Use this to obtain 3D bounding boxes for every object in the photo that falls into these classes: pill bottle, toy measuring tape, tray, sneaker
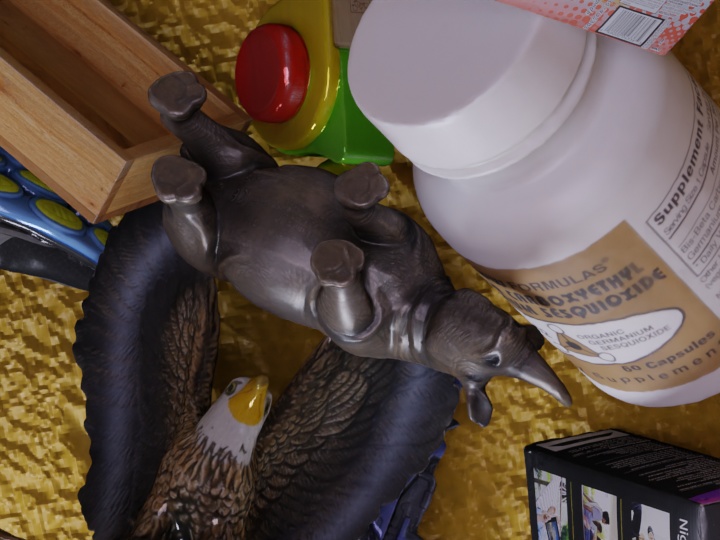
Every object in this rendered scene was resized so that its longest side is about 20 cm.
[{"bbox_3d":[0.086,-0.040,1.081,0.114,0.115,0.200,-33,134,16],"label":"pill bottle"},{"bbox_3d":[-0.020,-0.120,1.175,0.073,0.074,0.201,-5,82,14],"label":"toy measuring tape"},{"bbox_3d":[-0.150,-0.101,1.144,0.200,0.099,0.037,39,118,15],"label":"tray"},{"bbox_3d":[-0.199,-0.017,1.197,0.199,0.071,0.083,6,119,-22],"label":"sneaker"}]

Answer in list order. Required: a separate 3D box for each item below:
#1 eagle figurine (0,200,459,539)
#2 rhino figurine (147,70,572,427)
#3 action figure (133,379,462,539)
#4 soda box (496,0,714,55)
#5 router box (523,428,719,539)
[{"bbox_3d":[-0.057,0.072,1.132,0.151,0.200,0.152,-19,121,36],"label":"eagle figurine"},{"bbox_3d":[0.000,0.000,1.060,0.200,0.088,0.060,30,72,21],"label":"rhino figurine"},{"bbox_3d":[-0.028,0.119,1.216,0.193,0.105,0.200,30,75,0],"label":"action figure"},{"bbox_3d":[0.040,-0.142,0.958,0.199,0.069,0.064,15,134,-30],"label":"soda box"},{"bbox_3d":[0.129,0.176,1.143,0.051,0.149,0.201,-9,99,-23],"label":"router box"}]
